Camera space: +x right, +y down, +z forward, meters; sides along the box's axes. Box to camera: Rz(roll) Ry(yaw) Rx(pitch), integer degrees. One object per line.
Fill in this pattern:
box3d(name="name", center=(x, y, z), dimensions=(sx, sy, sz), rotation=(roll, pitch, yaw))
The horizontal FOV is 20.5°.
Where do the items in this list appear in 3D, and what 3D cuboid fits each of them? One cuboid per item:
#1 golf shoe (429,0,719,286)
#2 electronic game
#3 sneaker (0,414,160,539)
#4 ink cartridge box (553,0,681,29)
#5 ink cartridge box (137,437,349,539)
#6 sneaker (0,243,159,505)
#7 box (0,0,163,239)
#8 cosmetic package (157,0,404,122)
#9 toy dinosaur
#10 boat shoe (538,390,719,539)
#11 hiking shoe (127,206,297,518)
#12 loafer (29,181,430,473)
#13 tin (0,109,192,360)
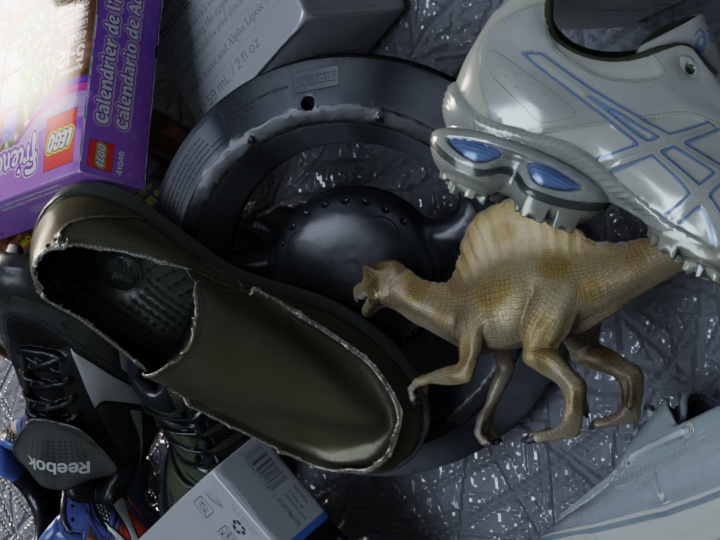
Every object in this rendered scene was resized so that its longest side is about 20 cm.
box3d(name="golf shoe", center=(0.131, -0.046, 0.757), dimensions=(0.200, 0.078, 0.097), rotation=(20, 93, -2))
box3d(name="electronic game", center=(0.000, 0.000, 0.906), dimensions=(0.200, 0.042, 0.200), rotation=(4, 109, 12))
box3d(name="sneaker", center=(-0.141, 0.157, 1.098), dimensions=(0.200, 0.078, 0.075), rotation=(53, 130, 24))
box3d(name="ink cartridge box", center=(0.131, -0.193, 0.765), dimensions=(0.200, 0.085, 0.145), rotation=(-22, 81, 46))
box3d(name="ink cartridge box", center=(-0.071, 0.164, 0.990), dimensions=(0.099, 0.039, 0.200), rotation=(49, 139, 3))
box3d(name="sneaker", center=(-0.145, 0.062, 1.010), dimensions=(0.066, 0.200, 0.091), rotation=(8, 63, 15))
box3d(name="box", center=(-0.168, -0.090, 0.986), dimensions=(0.200, 0.039, 0.137), rotation=(-14, 67, 49))
box3d(name="cosmetic package", center=(-0.071, -0.175, 0.976), dimensions=(0.102, 0.074, 0.200), rotation=(-46, 67, 39))
box3d(name="toy dinosaur", center=(0.082, 0.018, 0.822), dimensions=(0.200, 0.058, 0.101), rotation=(-11, 87, 24))
box3d(name="boat shoe", center=(0.147, 0.085, 0.822), dimensions=(0.201, 0.070, 0.072), rotation=(-29, 53, 48))
box3d(name="hiking shoe", center=(-0.084, 0.061, 1.009), dimensions=(0.076, 0.101, 0.200), rotation=(34, 119, 38))
box3d(name="loafer", center=(-0.064, 0.035, 0.873), dimensions=(0.200, 0.070, 0.075), rotation=(28, 112, 3))
box3d(name="tin", center=(-0.141, -0.013, 1.057), dimensions=(0.112, 0.042, 0.200), rotation=(38, 132, -15))
